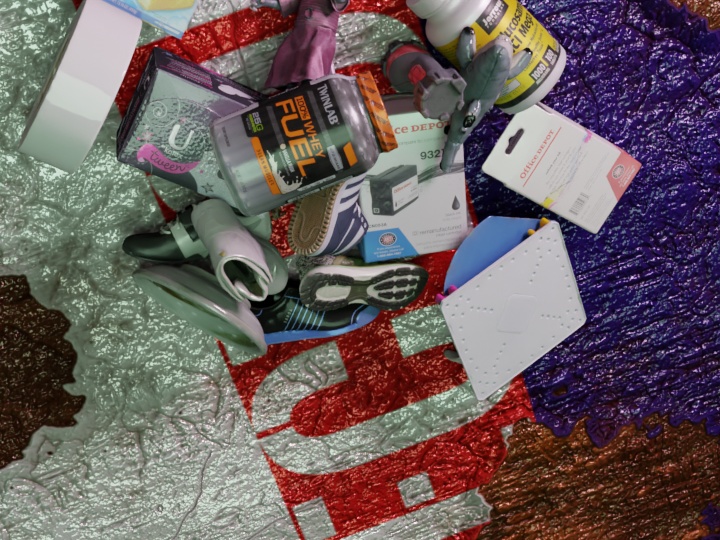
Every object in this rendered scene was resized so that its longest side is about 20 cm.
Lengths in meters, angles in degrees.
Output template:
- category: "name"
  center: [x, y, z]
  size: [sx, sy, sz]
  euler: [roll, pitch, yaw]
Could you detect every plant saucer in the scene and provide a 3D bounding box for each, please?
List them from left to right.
- category: "plant saucer"
  center: [-0.199, 0.040, 1.539]
  size: [0.200, 0.200, 0.050]
  euler: [36, 75, -22]

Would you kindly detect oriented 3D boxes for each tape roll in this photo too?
- category: "tape roll"
  center: [-0.328, -0.216, 1.381]
  size: [0.071, 0.203, 0.203]
  euler: [23, 107, -19]

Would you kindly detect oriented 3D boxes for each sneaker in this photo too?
- category: "sneaker"
  center: [-0.213, -0.060, 1.544]
  size: [0.199, 0.074, 0.089]
  euler: [-6, 113, -21]
- category: "sneaker"
  center: [-0.139, 0.006, 1.486]
  size: [0.074, 0.116, 0.200]
  euler: [-32, 144, 9]
- category: "sneaker"
  center: [-0.073, 0.046, 1.617]
  size: [0.199, 0.070, 0.078]
  euler: [-12, 120, -6]
- category: "sneaker"
  center: [-0.018, -0.108, 1.487]
  size: [0.070, 0.108, 0.201]
  euler: [28, 96, 25]
- category: "sneaker"
  center: [0.000, 0.000, 1.603]
  size: [0.199, 0.089, 0.077]
  euler: [2, 128, -28]

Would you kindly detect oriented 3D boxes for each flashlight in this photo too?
- category: "flashlight"
  center: [0.073, -0.232, 1.451]
  size: [0.068, 0.200, 0.068]
  euler: [-1, 115, -9]

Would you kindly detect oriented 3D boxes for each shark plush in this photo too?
- category: "shark plush"
  center: [0.128, -0.207, 1.436]
  size: [0.091, 0.083, 0.200]
  euler: [27, 127, -15]

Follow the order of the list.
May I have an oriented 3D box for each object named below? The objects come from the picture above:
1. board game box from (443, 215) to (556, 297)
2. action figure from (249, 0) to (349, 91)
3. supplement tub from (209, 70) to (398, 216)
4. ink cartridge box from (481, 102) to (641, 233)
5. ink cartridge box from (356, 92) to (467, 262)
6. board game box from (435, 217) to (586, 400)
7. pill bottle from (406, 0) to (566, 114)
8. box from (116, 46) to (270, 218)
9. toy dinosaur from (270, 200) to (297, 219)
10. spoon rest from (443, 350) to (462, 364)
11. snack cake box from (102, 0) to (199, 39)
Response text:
- category: "board game box"
  center: [0.187, -0.006, 1.614]
  size: [0.199, 0.039, 0.159]
  euler: [1, 115, -35]
- category: "action figure"
  center: [-0.048, -0.300, 1.452]
  size: [0.149, 0.134, 0.201]
  euler: [20, 83, -52]
- category: "supplement tub"
  center: [-0.064, -0.151, 1.372]
  size: [0.199, 0.123, 0.123]
  euler: [-22, 116, 3]
- category: "ink cartridge box"
  center: [0.262, -0.148, 1.598]
  size: [0.199, 0.068, 0.117]
  euler: [26, 106, -22]
- category: "ink cartridge box"
  center: [0.060, -0.126, 1.559]
  size: [0.144, 0.084, 0.201]
  euler: [-8, 115, -7]
- category: "board game box"
  center: [0.208, 0.054, 1.618]
  size: [0.200, 0.026, 0.200]
  euler: [-35, 131, -12]
- category: "pill bottle"
  center: [0.156, -0.299, 1.485]
  size: [0.200, 0.113, 0.112]
  euler: [39, 102, -23]
- category: "box"
  center: [-0.189, -0.170, 1.474]
  size: [0.199, 0.115, 0.133]
  euler: [22, 107, -19]
- category: "toy dinosaur"
  center: [-0.088, -0.101, 1.513]
  size: [0.058, 0.200, 0.101]
  euler: [20, 131, 14]
- category: "spoon rest"
  center: [0.185, 0.054, 1.676]
  size: [0.099, 0.061, 0.201]
  euler: [19, 109, -18]
- category: "snack cake box"
  center: [-0.278, -0.374, 1.394]
  size: [0.199, 0.067, 0.115]
  euler: [24, 108, -20]
